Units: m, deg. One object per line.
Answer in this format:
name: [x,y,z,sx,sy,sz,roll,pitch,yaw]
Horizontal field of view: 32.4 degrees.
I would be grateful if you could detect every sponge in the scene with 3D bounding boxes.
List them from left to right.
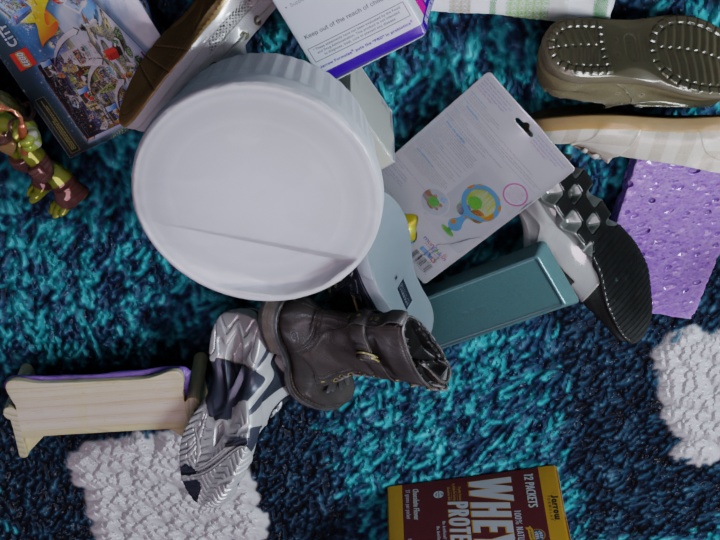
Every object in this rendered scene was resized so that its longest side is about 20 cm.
sponge: [0.297,-0.047,1.191,0.111,0.030,0.201,9,124,-5]

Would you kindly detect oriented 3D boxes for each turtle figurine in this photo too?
turtle figurine: [-0.319,-0.124,1.096,0.200,0.065,0.161,13,152,39]

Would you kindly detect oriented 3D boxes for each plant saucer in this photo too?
plant saucer: [0.110,0.034,1.202,0.200,0.019,0.070,-22,106,38]

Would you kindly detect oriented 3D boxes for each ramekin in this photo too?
ramekin: [-0.077,-0.081,0.996,0.201,0.094,0.203,3,125,4]

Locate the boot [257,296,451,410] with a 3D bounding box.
boot: [0.006,0.090,1.173,0.174,0.069,0.200,10,152,29]

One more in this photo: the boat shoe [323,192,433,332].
boat shoe: [0.000,0.000,1.162,0.091,0.071,0.201,14,143,30]

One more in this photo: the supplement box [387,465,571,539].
supplement box: [0.142,0.347,1.390,0.196,0.133,0.201,-8,124,5]

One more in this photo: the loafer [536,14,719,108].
loafer: [0.241,-0.180,1.079,0.199,0.076,0.067,6,166,-16]

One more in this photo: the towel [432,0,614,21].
towel: [0.122,-0.285,1.035,0.199,0.031,0.150,5,122,-1]

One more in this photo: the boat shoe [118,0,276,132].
boat shoe: [-0.122,-0.187,1.042,0.069,0.071,0.200,38,94,-35]

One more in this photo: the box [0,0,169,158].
box: [-0.246,-0.210,1.070,0.136,0.038,0.200,-22,121,13]

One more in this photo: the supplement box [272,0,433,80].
supplement box: [-0.031,-0.269,0.980,0.103,0.101,0.200,-23,117,24]

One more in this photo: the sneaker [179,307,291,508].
sneaker: [-0.107,0.136,1.245,0.079,0.129,0.200,9,92,29]

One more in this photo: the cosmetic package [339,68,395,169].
cosmetic package: [-0.071,-0.098,1.109,0.200,0.104,0.073,-30,119,17]

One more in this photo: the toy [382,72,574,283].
toy: [0.092,-0.086,1.145,0.115,0.047,0.200,47,123,-6]

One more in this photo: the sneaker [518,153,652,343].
sneaker: [0.205,-0.017,1.178,0.088,0.074,0.200,-15,111,52]

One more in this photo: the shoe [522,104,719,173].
shoe: [0.241,-0.115,1.095,0.199,0.070,0.054,5,106,18]

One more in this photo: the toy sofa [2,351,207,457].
toy sofa: [-0.257,0.125,1.268,0.199,0.083,0.098,-4,119,2]
